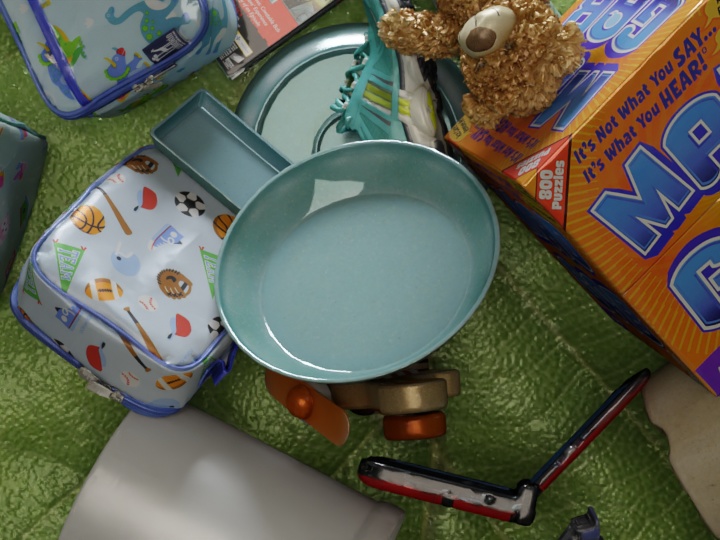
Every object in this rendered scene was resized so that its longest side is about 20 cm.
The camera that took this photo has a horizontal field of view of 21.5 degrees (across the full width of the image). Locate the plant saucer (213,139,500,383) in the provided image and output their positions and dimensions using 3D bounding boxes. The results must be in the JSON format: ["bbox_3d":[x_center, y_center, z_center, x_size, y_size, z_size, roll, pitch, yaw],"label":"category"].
[{"bbox_3d":[0.000,0.000,1.287,0.198,0.036,0.201,-8,52,11],"label":"plant saucer"}]

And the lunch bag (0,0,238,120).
[{"bbox_3d":[-0.193,-0.219,1.386,0.160,0.082,0.201,-26,85,21],"label":"lunch bag"}]

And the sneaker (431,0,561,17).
[{"bbox_3d":[0.098,-0.187,1.352,0.074,0.118,0.200,-45,96,-1],"label":"sneaker"}]

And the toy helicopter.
[{"bbox_3d":[0.009,0.083,1.308,0.131,0.200,0.080,-4,89,-12],"label":"toy helicopter"}]

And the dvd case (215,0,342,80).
[{"bbox_3d":[-0.057,-0.258,1.421,0.199,0.022,0.146,-36,86,2],"label":"dvd case"}]

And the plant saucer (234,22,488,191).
[{"bbox_3d":[-0.002,-0.086,1.405,0.198,0.027,0.202,0,88,4],"label":"plant saucer"}]

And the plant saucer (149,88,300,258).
[{"bbox_3d":[-0.060,-0.049,1.368,0.200,0.019,0.070,39,47,5],"label":"plant saucer"}]

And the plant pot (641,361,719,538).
[{"bbox_3d":[0.302,0.092,1.308,0.183,0.200,0.201,-29,85,13],"label":"plant pot"}]

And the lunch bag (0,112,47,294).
[{"bbox_3d":[-0.293,-0.040,1.335,0.077,0.200,0.161,19,90,6],"label":"lunch bag"}]

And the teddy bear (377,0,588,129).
[{"bbox_3d":[0.078,-0.193,1.236,0.144,0.067,0.201,-3,63,18],"label":"teddy bear"}]

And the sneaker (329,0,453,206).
[{"bbox_3d":[0.015,-0.128,1.359,0.079,0.077,0.202,-10,86,12],"label":"sneaker"}]

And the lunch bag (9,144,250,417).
[{"bbox_3d":[-0.142,0.009,1.334,0.160,0.200,0.076,36,134,2],"label":"lunch bag"}]

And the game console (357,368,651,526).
[{"bbox_3d":[0.098,0.108,1.302,0.171,0.200,0.120,13,85,6],"label":"game console"}]

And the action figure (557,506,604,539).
[{"bbox_3d":[0.126,0.223,1.338,0.192,0.105,0.201,0,124,-3],"label":"action figure"}]

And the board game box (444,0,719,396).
[{"bbox_3d":[0.213,-0.076,1.276,0.200,0.200,0.200,-45,107,0],"label":"board game box"}]

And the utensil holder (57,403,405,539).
[{"bbox_3d":[-0.094,0.199,1.328,0.199,0.170,0.171,27,89,7],"label":"utensil holder"}]
